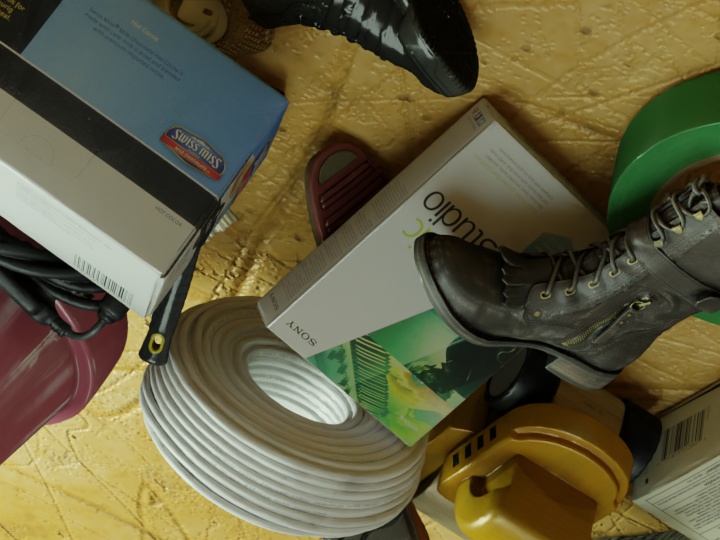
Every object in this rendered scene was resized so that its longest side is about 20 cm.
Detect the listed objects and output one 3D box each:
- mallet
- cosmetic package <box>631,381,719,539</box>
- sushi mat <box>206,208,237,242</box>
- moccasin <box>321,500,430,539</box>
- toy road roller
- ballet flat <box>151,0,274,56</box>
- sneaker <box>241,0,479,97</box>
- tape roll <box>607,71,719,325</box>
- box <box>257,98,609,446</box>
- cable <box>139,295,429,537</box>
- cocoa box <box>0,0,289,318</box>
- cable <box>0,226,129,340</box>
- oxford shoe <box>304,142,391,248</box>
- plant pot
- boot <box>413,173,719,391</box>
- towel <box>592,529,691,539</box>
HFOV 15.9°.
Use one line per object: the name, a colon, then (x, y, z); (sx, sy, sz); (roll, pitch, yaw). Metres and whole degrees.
mallet: (-0.114, -0.036, 1.648); (0.066, 0.041, 0.200); (25, 106, -3)
cosmetic package: (0.299, 0.164, 1.811); (0.200, 0.071, 0.105); (34, 137, -23)
sushi mat: (-0.173, -0.075, 1.646); (0.096, 0.012, 0.200); (-38, 114, 0)
moccasin: (-0.006, 0.169, 1.831); (0.201, 0.074, 0.078); (34, 169, 50)
toy road roller: (0.104, 0.154, 1.793); (0.123, 0.146, 0.200); (33, 138, -16)
ballet flat: (-0.129, -0.177, 1.534); (0.071, 0.065, 0.200); (-27, 127, 34)
sneaker: (-0.022, -0.169, 1.522); (0.104, 0.060, 0.200); (-19, 126, 32)
tape roll: (0.255, -0.041, 1.599); (0.200, 0.048, 0.200); (9, 141, 7)
box: (0.054, 0.005, 1.650); (0.200, 0.036, 0.144); (-42, 120, 13)
cable: (-0.047, 0.097, 1.733); (0.200, 0.200, 0.069); (14, 120, -25)
cocoa box: (-0.162, -0.090, 1.502); (0.200, 0.131, 0.133); (35, 165, 0)
cable: (-0.185, -0.068, 1.585); (0.200, 0.163, 0.051); (47, 175, -5)
oxford shoe: (0.000, 0.000, 1.708); (0.075, 0.070, 0.200); (25, 142, 53)
plant pot: (-0.277, 0.059, 1.662); (0.200, 0.179, 0.200); (19, 141, 16)
boot: (0.152, -0.010, 1.574); (0.200, 0.069, 0.174); (25, 134, -35)
towel: (0.158, 0.216, 1.854); (0.192, 0.200, 0.035); (-7, 95, 26)
